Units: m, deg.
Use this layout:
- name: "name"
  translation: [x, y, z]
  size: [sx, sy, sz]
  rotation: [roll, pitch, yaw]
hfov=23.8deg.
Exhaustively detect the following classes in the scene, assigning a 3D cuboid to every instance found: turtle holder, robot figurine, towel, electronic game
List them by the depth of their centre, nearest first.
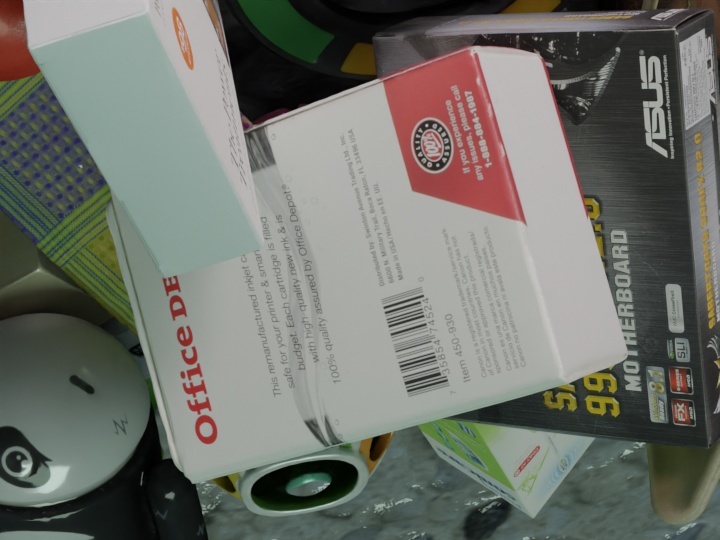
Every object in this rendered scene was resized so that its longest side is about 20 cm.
- name: "electronic game"
  translation: [0.027, -0.164, 0.821]
  size: [0.199, 0.042, 0.200]
  rotation: [-8, 145, -6]
- name: "towel"
  translation: [-0.124, -0.059, 0.867]
  size: [0.143, 0.023, 0.200]
  rotation: [-36, 110, 27]
- name: "robot figurine"
  translation: [-0.170, 0.118, 0.944]
  size: [0.150, 0.125, 0.201]
  rotation: [-13, 134, -12]
- name: "turtle holder"
  translation: [-0.062, 0.076, 1.043]
  size: [0.185, 0.132, 0.141]
  rotation: [4, 142, -21]

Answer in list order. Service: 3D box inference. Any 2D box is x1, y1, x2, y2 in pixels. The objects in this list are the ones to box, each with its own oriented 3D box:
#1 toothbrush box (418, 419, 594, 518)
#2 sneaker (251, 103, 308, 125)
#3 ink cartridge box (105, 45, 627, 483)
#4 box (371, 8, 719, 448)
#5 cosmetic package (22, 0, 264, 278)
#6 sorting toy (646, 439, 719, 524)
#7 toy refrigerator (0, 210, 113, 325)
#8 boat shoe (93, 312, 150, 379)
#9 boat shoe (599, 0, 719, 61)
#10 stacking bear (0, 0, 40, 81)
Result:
- name: "toothbrush box"
  translation: [0.090, 0.032, 1.011]
  size: [0.146, 0.086, 0.200]
  rotation: [-50, 145, -14]
- name: "sneaker"
  translation: [0.033, -0.064, 0.922]
  size: [0.199, 0.079, 0.095]
  rotation: [-5, 179, 9]
- name: "ink cartridge box"
  translation: [0.000, 0.000, 0.773]
  size: [0.199, 0.148, 0.083]
  rotation: [-17, 177, 29]
- name: "box"
  translation: [0.094, -0.022, 0.815]
  size: [0.158, 0.048, 0.201]
  rotation: [4, 111, 32]
- name: "cosmetic package"
  translation: [-0.096, -0.121, 0.704]
  size: [0.051, 0.201, 0.151]
  rotation: [-18, 145, 6]
- name: "sorting toy"
  translation: [0.185, 0.004, 0.894]
  size: [0.036, 0.186, 0.201]
  rotation: [13, 132, -7]
- name: "toy refrigerator"
  translation: [-0.241, 0.025, 0.978]
  size: [0.199, 0.070, 0.076]
  rotation: [-27, 149, 21]
- name: "boat shoe"
  translation: [-0.102, 0.006, 0.989]
  size: [0.199, 0.070, 0.071]
  rotation: [-29, 143, 23]
- name: "boat shoe"
  translation: [0.162, -0.131, 0.877]
  size: [0.074, 0.075, 0.203]
  rotation: [2, 155, 0]
- name: "stacking bear"
  translation: [-0.224, -0.100, 0.779]
  size: [0.199, 0.122, 0.114]
  rotation: [-21, 150, 5]
